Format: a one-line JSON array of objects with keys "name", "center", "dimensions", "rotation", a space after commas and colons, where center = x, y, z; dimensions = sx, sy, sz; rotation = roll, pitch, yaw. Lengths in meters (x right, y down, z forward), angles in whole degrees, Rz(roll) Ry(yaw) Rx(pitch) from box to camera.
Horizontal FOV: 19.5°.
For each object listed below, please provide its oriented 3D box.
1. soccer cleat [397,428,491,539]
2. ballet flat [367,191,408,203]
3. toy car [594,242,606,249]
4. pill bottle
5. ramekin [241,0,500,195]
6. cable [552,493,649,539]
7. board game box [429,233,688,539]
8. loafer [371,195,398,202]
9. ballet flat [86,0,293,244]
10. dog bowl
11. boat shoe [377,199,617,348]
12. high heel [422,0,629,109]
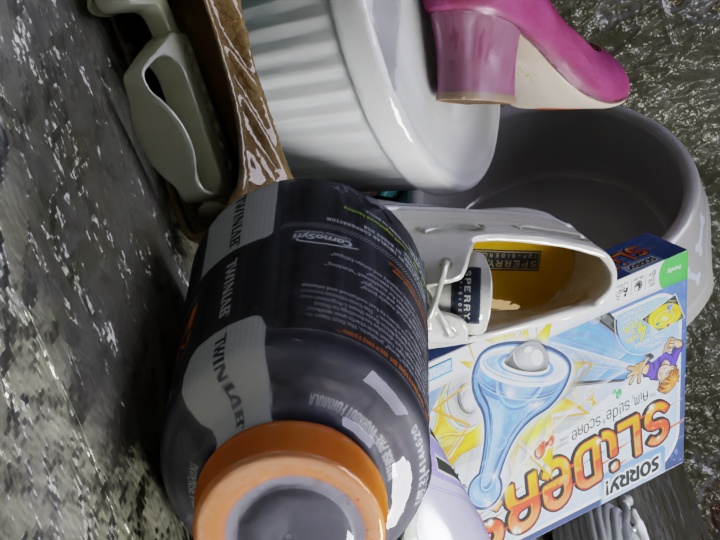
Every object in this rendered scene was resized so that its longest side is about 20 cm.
[{"name": "soccer cleat", "center": [0.025, 0.115, 1.033], "dimensions": [0.073, 0.068, 0.201], "rotation": [-50, 126, -54]}, {"name": "ballet flat", "center": [0.003, -0.060, 1.330], "dimensions": [0.065, 0.071, 0.200], "rotation": [43, 6, 6]}, {"name": "toy car", "center": [0.097, 0.056, 1.348], "dimensions": [0.150, 0.175, 0.200], "rotation": [35, -13, 20]}, {"name": "pill bottle", "center": [-0.024, 0.050, 0.837], "dimensions": [0.200, 0.105, 0.107], "rotation": [-88, 156, -63]}, {"name": "ramekin", "center": [-0.005, -0.132, 1.069], "dimensions": [0.202, 0.093, 0.204], "rotation": [-9, 90, -68]}, {"name": "cable", "center": [0.212, 0.287, 1.702], "dimensions": [0.200, 0.069, 0.202], "rotation": [12, 60, -77]}, {"name": "board game box", "center": [0.096, 0.074, 1.131], "dimensions": [0.034, 0.199, 0.136], "rotation": [25, -53, 45]}, {"name": "loafer", "center": [0.000, 0.000, 1.144], "dimensions": [0.201, 0.070, 0.069], "rotation": [42, 32, -79]}, {"name": "ballet flat", "center": [-0.087, -0.101, 0.947], "dimensions": [0.072, 0.067, 0.202], "rotation": [-22, 96, -60]}, {"name": "dog bowl", "center": [0.117, -0.028, 1.262], "dimensions": [0.201, 0.198, 0.059], "rotation": [-98, 179, -48]}, {"name": "boat shoe", "center": [0.037, 0.006, 1.019], "dimensions": [0.070, 0.199, 0.072], "rotation": [23, -69, 57]}, {"name": "high heel", "center": [0.094, -0.133, 1.089], "dimensions": [0.200, 0.067, 0.097], "rotation": [-6, 97, -65]}]
